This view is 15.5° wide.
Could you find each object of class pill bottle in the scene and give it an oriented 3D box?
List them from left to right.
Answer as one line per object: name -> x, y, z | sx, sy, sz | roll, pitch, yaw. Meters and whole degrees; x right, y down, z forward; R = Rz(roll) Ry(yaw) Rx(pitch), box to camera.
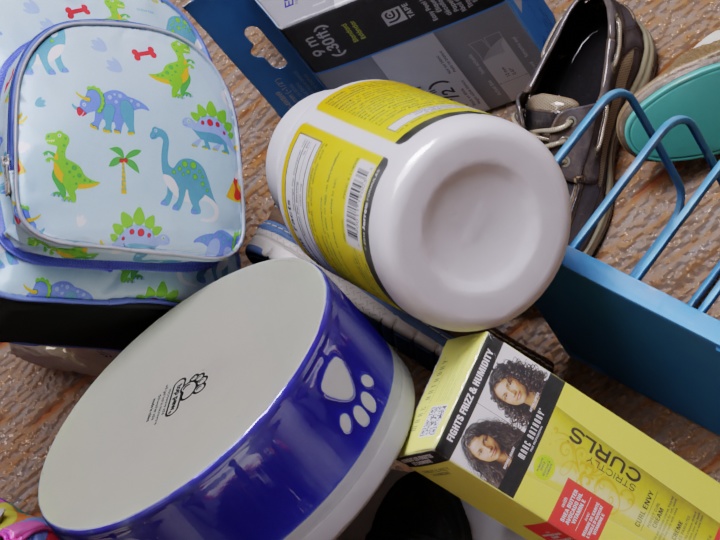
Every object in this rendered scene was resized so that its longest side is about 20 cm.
pill bottle -> 0.023, -0.042, 1.426 | 0.113, 0.112, 0.200 | -49, 26, -6

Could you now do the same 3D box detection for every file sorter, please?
file sorter -> 0.197, 0.004, 1.457 | 0.199, 0.139, 0.123 | 28, 73, 39

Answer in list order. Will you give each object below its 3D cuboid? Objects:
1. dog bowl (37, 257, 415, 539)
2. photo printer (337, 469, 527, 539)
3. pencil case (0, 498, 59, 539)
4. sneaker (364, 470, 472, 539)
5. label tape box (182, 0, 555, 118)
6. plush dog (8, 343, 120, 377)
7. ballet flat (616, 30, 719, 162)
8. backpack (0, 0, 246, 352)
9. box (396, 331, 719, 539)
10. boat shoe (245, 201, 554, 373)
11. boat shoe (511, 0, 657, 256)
dog bowl -> -0.072, 0.090, 1.401 | 0.199, 0.079, 0.201 | -33, 25, 18
photo printer -> 0.033, 0.215, 1.459 | 0.165, 0.069, 0.201 | 9, 65, 34
pencil case -> -0.263, 0.164, 1.658 | 0.199, 0.088, 0.089 | 19, 71, 38
sneaker -> 0.004, 0.182, 1.382 | 0.060, 0.104, 0.201 | -4, 60, 28
label tape box -> 0.009, -0.144, 1.655 | 0.199, 0.143, 0.066 | -21, 52, 17
plush dog -> -0.139, -0.022, 1.661 | 0.159, 0.200, 0.173 | 17, 75, 7
ballet flat -> 0.243, -0.126, 1.566 | 0.199, 0.068, 0.073 | -26, 31, 14
backpack -> -0.155, -0.067, 1.503 | 0.147, 0.182, 0.202 | -36, 56, 52
box -> 0.119, 0.115, 1.394 | 0.050, 0.199, 0.076 | -14, 45, 63
boat shoe -> 0.034, 0.009, 1.544 | 0.199, 0.072, 0.073 | 30, 80, 4
boat shoe -> 0.117, -0.081, 1.598 | 0.074, 0.073, 0.201 | 4, 63, 32
